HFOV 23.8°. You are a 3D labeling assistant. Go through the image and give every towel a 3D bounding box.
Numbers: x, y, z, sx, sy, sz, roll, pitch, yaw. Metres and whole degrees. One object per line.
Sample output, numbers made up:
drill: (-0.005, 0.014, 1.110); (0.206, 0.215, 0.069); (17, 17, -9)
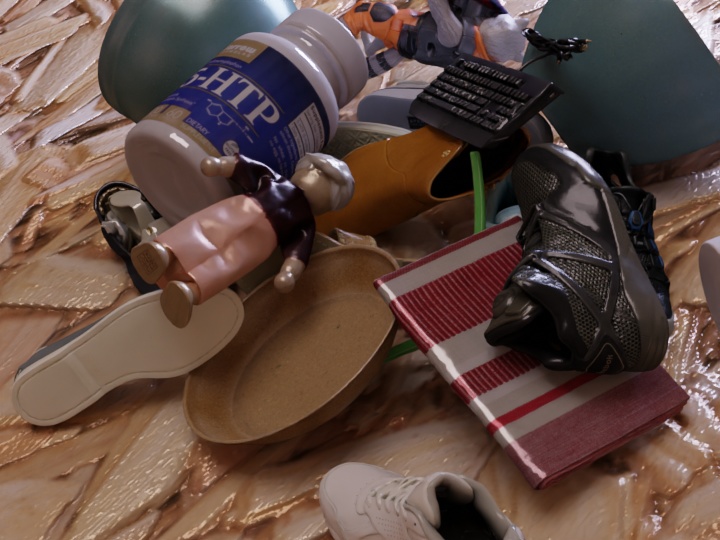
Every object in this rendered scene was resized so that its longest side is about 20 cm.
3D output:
towel: (0.120, 0.055, 1.227); (0.144, 0.023, 0.200); (-23, 59, -28)

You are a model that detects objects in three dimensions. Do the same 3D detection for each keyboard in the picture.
keyboard: (0.112, -0.154, 1.369); (0.127, 0.021, 0.200); (-39, 22, -5)

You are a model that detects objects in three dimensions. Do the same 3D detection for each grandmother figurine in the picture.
grandmother figurine: (-0.083, -0.039, 1.327); (0.200, 0.121, 0.061); (-31, 6, -35)

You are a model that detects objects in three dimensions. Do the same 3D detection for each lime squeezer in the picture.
lime squeezer: (0.069, 0.011, 1.313); (0.071, 0.038, 0.200); (31, 94, 31)

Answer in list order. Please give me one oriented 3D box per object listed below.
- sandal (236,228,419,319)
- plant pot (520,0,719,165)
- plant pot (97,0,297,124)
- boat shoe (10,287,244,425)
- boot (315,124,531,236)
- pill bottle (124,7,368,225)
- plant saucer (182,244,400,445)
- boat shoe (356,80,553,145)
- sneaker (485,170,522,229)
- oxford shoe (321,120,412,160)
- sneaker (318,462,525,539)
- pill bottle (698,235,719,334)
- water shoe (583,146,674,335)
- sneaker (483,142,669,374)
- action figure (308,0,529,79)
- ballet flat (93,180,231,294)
sandal: (-0.001, 0.006, 1.393); (0.212, 0.078, 0.070); (10, 11, 20)
plant pot: (0.214, -0.166, 1.440); (0.135, 0.200, 0.200); (-36, 36, 8)
plant pot: (-0.125, -0.189, 1.587); (0.200, 0.200, 0.134); (-35, 62, -25)
boat shoe: (-0.184, 0.056, 1.353); (0.200, 0.073, 0.062); (-26, 20, 8)
boot: (0.040, -0.072, 1.398); (0.201, 0.071, 0.144); (-33, 14, 1)
pill bottle: (-0.089, -0.128, 1.430); (0.120, 0.120, 0.200); (20, 53, 38)
plant saucer: (-0.045, 0.064, 1.299); (0.200, 0.035, 0.200); (-27, 32, 18)
boat shoe: (0.100, -0.140, 1.535); (0.202, 0.075, 0.086); (9, 33, 39)
sneaker: (0.121, -0.004, 1.330); (0.074, 0.082, 0.200); (-14, 36, 3)
oxford shoe: (-0.035, -0.102, 1.525); (0.200, 0.075, 0.058); (-5, 26, 16)
sneaker: (0.046, 0.160, 1.124); (0.200, 0.099, 0.078); (22, 50, 39)
pill bottle: (0.353, -0.008, 1.225); (0.200, 0.116, 0.116); (-19, 37, -5)
water shoe: (0.196, -0.025, 1.321); (0.071, 0.079, 0.200); (2, 34, -13)
sneaker: (0.132, -0.010, 1.219); (0.114, 0.076, 0.199); (-5, 57, -23)
action figure: (0.072, -0.212, 1.595); (0.193, 0.200, 0.105); (4, 80, 31)
ballet flat: (-0.178, -0.024, 1.473); (0.073, 0.073, 0.200); (-29, 39, -18)
